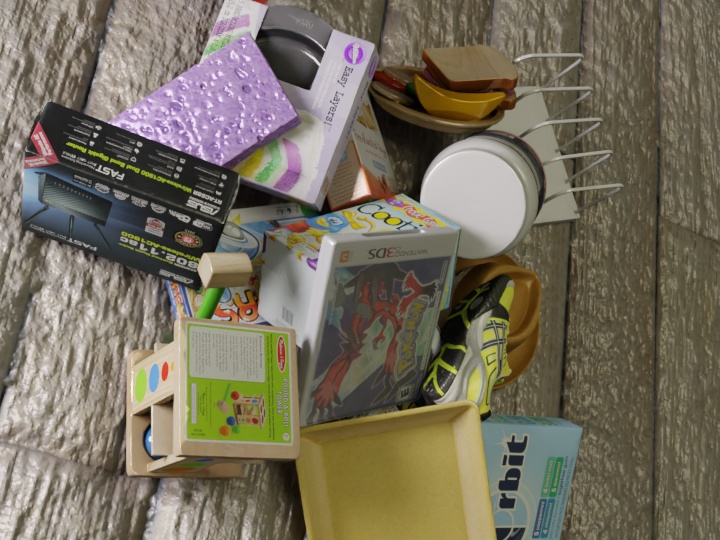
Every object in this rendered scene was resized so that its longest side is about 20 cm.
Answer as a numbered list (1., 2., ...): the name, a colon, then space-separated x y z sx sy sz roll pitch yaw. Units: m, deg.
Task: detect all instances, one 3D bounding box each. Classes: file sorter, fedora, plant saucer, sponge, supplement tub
1. file sorter: 0.253 -0.176 1.457 0.137 0.124 0.203 -8 77 -34
2. fedora: 0.168 0.047 1.343 0.198 0.082 0.204 12 66 -30
3. plant saucer: 0.038 0.244 1.142 0.197 0.048 0.203 -9 97 -2
4. sponge: -0.173 -0.154 1.151 0.199 0.030 0.112 -33 81 1
5. supplement tub: 0.149 -0.093 1.301 0.141 0.139 0.200 57 19 -2

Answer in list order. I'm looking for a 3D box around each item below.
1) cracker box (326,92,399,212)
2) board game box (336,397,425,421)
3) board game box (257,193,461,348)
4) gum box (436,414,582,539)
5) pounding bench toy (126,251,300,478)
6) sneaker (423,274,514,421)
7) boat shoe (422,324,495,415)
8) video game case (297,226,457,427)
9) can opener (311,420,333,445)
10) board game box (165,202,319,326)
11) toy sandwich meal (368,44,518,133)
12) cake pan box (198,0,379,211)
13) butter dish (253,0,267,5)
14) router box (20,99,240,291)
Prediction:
1. cracker box: -0.018 -0.165 1.274 0.134 0.057 0.203 10 61 -71
2. board game box: 0.031 0.170 1.209 0.105 0.023 0.201 -51 120 -36
3. board game box: 0.000 0.000 1.170 0.198 0.104 0.104 -17 127 -38
4. gum box: 0.153 0.253 1.237 0.198 0.044 0.173 7 97 -32
5. pounding bench toy: -0.153 0.096 1.068 0.123 0.155 0.203 7 70 -31
6. sneaker: 0.135 0.088 1.224 0.076 0.075 0.201 42 51 -14
7. boat shoe: 0.118 0.145 1.280 0.070 0.072 0.203 -24 97 -21
8. video game case: 0.015 0.056 1.118 0.181 0.023 0.203 -6 116 -43
9. can opener: -0.031 0.107 1.204 0.200 0.053 0.067 -51 120 -35
10. board game box: -0.121 -0.001 1.200 0.198 0.034 0.137 -10 79 -36
11. toy sandwich meal: 0.106 -0.238 1.359 0.202 0.071 0.206 11 29 -6
12. cake pan box: -0.094 -0.189 1.189 0.182 0.052 0.202 22 84 6
13. butter dish: -0.157 -0.433 1.243 0.198 0.148 0.201 30 34 -21
14. router box: -0.229 -0.067 1.055 0.197 0.150 0.063 20 60 -8
